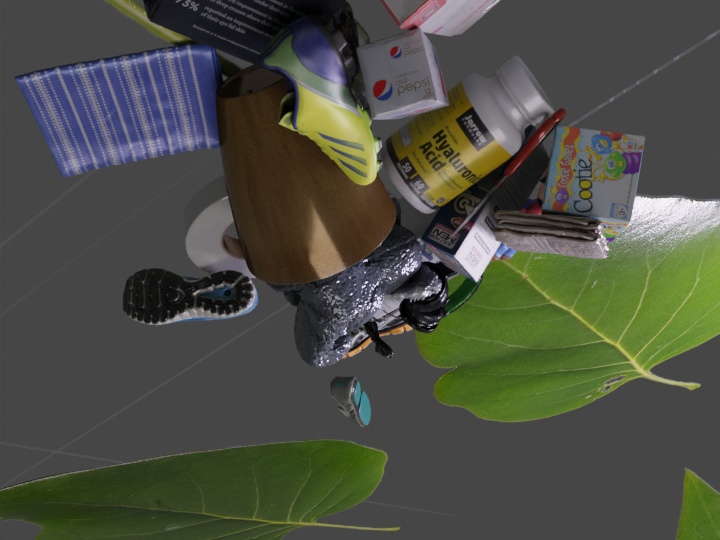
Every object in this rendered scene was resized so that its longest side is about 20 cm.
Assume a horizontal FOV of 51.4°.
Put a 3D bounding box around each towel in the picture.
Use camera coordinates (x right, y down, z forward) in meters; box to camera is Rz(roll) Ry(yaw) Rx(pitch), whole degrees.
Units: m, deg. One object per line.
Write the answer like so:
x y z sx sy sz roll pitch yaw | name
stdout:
0.244 -0.041 0.950 0.132 0.035 0.200 8 177 23 | towel
-0.240 -0.168 0.797 0.199 0.024 0.145 -13 147 -10 | towel

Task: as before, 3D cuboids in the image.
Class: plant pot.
-0.076 -0.121 0.821 0.185 0.187 0.201 -20 122 1 | plant pot

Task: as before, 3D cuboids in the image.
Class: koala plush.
0.000 0.000 0.962 0.199 0.178 0.184 -23 171 -23 | koala plush

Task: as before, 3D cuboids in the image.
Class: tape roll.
-0.137 -0.060 1.006 0.201 0.037 0.203 -14 147 -9 | tape roll

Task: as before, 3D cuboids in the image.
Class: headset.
0.098 0.053 1.087 0.199 0.094 0.124 -23 149 -17 | headset

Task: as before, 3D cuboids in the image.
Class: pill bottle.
0.130 -0.168 0.915 0.200 0.112 0.111 -35 145 23 | pill bottle

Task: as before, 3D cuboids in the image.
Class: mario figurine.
0.264 -0.103 1.135 0.106 0.124 0.200 44 121 -11 | mario figurine

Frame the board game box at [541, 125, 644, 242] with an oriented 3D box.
0.290 -0.104 0.957 0.102 0.106 0.200 10 178 14 | board game box

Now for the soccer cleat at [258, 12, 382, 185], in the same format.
-0.036 -0.146 0.699 0.083 0.065 0.200 -32 143 -4 | soccer cleat

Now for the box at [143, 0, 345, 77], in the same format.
-0.077 -0.286 0.625 0.147 0.105 0.200 13 136 -42 | box

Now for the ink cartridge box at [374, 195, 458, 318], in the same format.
0.064 -0.028 1.118 0.199 0.088 0.145 -30 146 13 | ink cartridge box

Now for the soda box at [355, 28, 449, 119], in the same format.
0.049 -0.194 0.762 0.063 0.069 0.200 -13 -171 12 | soda box

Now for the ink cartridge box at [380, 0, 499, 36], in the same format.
0.094 -0.287 0.706 0.116 0.068 0.200 -36 178 26 | ink cartridge box

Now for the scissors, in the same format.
0.181 -0.116 0.918 0.200 0.014 0.073 -53 173 31 | scissors

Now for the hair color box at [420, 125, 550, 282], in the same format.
0.170 -0.096 0.999 0.201 0.060 0.100 -58 146 -5 | hair color box

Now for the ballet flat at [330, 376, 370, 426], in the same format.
-0.023 0.271 1.568 0.063 0.068 0.200 5 151 14 | ballet flat

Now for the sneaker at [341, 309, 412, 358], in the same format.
0.005 0.082 1.278 0.199 0.079 0.077 -25 135 2 | sneaker

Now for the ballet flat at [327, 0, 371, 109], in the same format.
-0.011 -0.213 0.817 0.072 0.072 0.201 -20 150 1 | ballet flat

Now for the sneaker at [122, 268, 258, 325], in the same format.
-0.236 0.046 1.046 0.198 0.079 0.090 2 166 10 | sneaker
